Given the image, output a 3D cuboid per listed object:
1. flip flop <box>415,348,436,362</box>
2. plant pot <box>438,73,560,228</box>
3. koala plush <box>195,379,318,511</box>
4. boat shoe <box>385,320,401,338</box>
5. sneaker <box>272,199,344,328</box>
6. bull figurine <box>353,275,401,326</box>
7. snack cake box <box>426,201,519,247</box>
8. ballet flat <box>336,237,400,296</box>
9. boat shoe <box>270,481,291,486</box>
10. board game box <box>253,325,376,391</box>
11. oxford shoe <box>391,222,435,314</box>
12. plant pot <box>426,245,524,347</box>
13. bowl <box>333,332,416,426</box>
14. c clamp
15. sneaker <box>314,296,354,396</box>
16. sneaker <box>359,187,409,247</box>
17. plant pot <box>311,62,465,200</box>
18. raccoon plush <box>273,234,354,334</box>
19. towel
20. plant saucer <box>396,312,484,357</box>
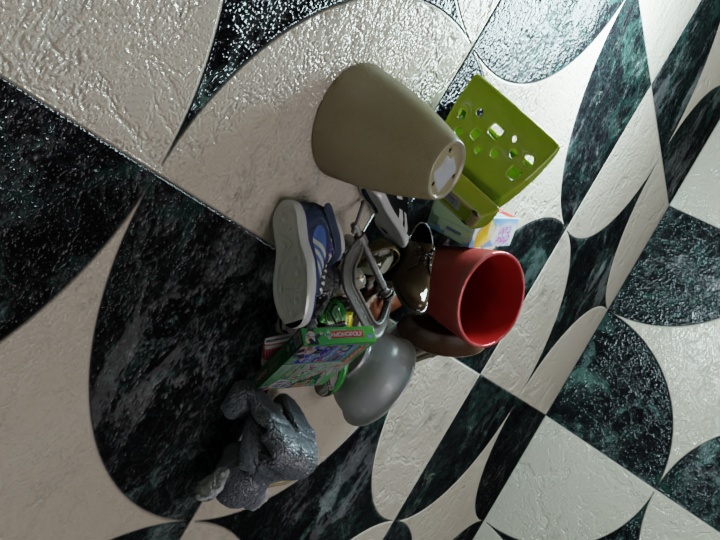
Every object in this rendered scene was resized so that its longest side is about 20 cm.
[{"bbox_3d":[0.080,0.213,1.581,0.196,0.059,0.081,-21,163,0],"label":"flip flop"},{"bbox_3d":[0.213,-0.195,1.337,0.182,0.198,0.200,-48,175,-3],"label":"plant pot"},{"bbox_3d":[-0.183,0.330,1.280,0.201,0.184,0.177,-47,143,6],"label":"koala plush"},{"bbox_3d":[0.112,0.151,1.649,0.199,0.071,0.071,-24,136,-42],"label":"boat shoe"},{"bbox_3d":[-0.066,-0.007,1.167,0.145,0.079,0.205,12,67,-52],"label":"sneaker"},{"bbox_3d":[0.044,0.053,1.463,0.199,0.065,0.123,-33,155,-42],"label":"bull figurine"},{"bbox_3d":[0.240,-0.104,1.577,0.198,0.114,0.069,-5,119,-54],"label":"snack cake box"},{"bbox_3d":[0.000,0.000,1.359,0.198,0.070,0.072,-32,141,-38],"label":"ballet flat"},{"bbox_3d":[-0.167,0.370,1.425,0.198,0.071,0.066,-19,133,-47],"label":"boat shoe"},{"bbox_3d":[-0.078,0.145,1.212,0.132,0.030,0.200,-1,153,-33],"label":"board game box"},{"bbox_3d":[0.104,-0.010,1.400,0.071,0.204,0.085,14,139,-17],"label":"oxford shoe"},{"bbox_3d":[0.211,0.039,1.536,0.197,0.176,0.206,-13,111,-35],"label":"plant pot"},{"bbox_3d":[0.009,0.194,1.464,0.090,0.200,0.203,42,79,-24],"label":"bowl"},{"bbox_3d":[0.018,0.009,1.290,0.203,0.026,0.172,67,31,-30],"label":"c clamp"},{"bbox_3d":[-0.070,0.145,1.386,0.084,0.077,0.205,-16,121,-40],"label":"sneaker"},{"bbox_3d":[0.074,-0.132,1.347,0.113,0.072,0.201,-52,149,-13],"label":"sneaker"},{"bbox_3d":[0.058,-0.192,1.146,0.186,0.198,0.190,-36,144,-33],"label":"plant pot"},{"bbox_3d":[-0.067,0.043,1.275,0.198,0.096,0.136,-29,146,-38],"label":"raccoon plush"},{"bbox_3d":[-0.099,0.138,1.251,0.140,0.023,0.201,-11,156,-14],"label":"towel"},{"bbox_3d":[0.176,0.122,1.600,0.198,0.198,0.038,-19,124,-47],"label":"plant saucer"}]
